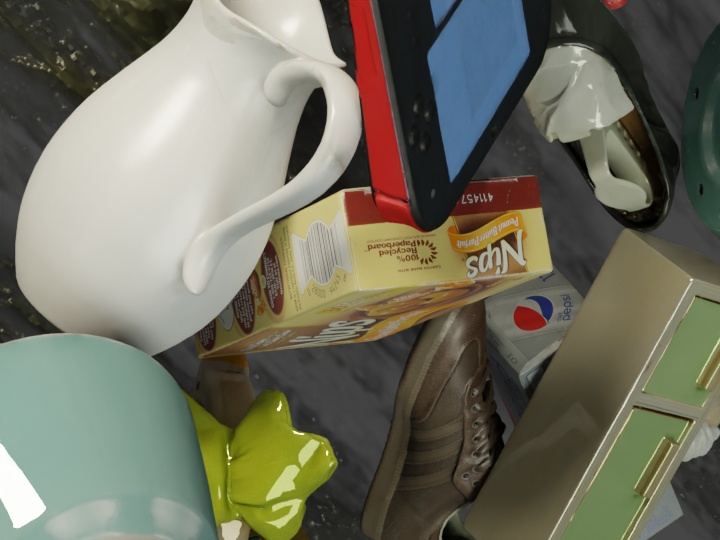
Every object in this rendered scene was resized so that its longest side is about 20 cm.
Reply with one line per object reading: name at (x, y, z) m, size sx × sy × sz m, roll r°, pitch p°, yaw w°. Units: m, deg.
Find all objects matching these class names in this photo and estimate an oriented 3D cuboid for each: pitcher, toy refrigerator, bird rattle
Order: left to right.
pitcher at (-0.080, -0.044, 1.360) m, size 0.121 × 0.172 × 0.200 m, roll 23°, pitch 110°, yaw -34°
bird rattle at (-0.076, 0.135, 1.512) m, size 0.112 × 0.163 × 0.201 m, roll 1°, pitch 127°, yaw -5°
toy refrigerator at (0.147, 0.084, 1.574) m, size 0.076 × 0.070 × 0.201 m, roll 16°, pitch 107°, yaw -44°

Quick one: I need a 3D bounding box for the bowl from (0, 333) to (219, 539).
bowl at (-0.145, 0.142, 1.307) m, size 0.200 × 0.105 × 0.201 m, roll -19°, pitch 132°, yaw -23°

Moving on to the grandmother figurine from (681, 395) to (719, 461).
grandmother figurine at (0.235, 0.036, 1.653) m, size 0.200 × 0.121 × 0.061 m, roll -46°, pitch 143°, yaw -21°

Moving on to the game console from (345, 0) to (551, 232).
game console at (0.046, -0.135, 1.330) m, size 0.200 × 0.031 × 0.177 m, roll -58°, pitch 150°, yaw -46°

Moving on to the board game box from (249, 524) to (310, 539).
board game box at (-0.058, 0.230, 1.571) m, size 0.134 × 0.200 × 0.034 m, roll -34°, pitch 127°, yaw -4°

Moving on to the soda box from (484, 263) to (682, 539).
soda box at (0.130, 0.089, 1.668) m, size 0.063 × 0.068 × 0.200 m, roll -34°, pitch 136°, yaw -7°

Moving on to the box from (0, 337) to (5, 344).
box at (-0.222, 0.085, 1.392) m, size 0.124 × 0.149 × 0.200 m, roll -35°, pitch 135°, yaw -5°

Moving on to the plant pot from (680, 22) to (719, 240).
plant pot at (0.277, -0.075, 1.546) m, size 0.160 × 0.201 × 0.201 m, roll 5°, pitch 122°, yaw -20°

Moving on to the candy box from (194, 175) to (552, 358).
candy box at (0.000, 0.000, 1.442) m, size 0.115 × 0.056 × 0.200 m, roll -5°, pitch 172°, yaw -28°

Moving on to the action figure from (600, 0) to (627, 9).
action figure at (0.179, -0.225, 1.465) m, size 0.065 × 0.052 × 0.200 m, roll 11°, pitch 121°, yaw -41°

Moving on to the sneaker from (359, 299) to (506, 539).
sneaker at (0.057, 0.089, 1.607) m, size 0.075 × 0.071 × 0.201 m, roll 21°, pitch 132°, yaw 6°

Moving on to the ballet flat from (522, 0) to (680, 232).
ballet flat at (0.130, -0.089, 1.516) m, size 0.068 × 0.069 × 0.200 m, roll -17°, pitch 139°, yaw 23°
